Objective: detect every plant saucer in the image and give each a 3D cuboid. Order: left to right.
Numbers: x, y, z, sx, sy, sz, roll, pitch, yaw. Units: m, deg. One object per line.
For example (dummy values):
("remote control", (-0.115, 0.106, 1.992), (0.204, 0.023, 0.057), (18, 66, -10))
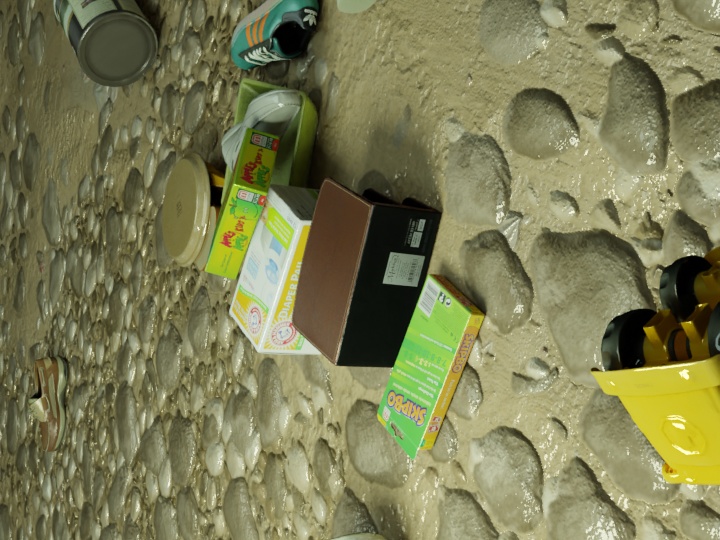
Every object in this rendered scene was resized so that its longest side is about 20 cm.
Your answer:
("plant saucer", (-0.126, -0.168, 1.631), (0.200, 0.048, 0.201), (25, 107, 54))

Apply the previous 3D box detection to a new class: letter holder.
("letter holder", (0.000, 0.000, 1.382), (0.142, 0.100, 0.201), (33, 114, 55))

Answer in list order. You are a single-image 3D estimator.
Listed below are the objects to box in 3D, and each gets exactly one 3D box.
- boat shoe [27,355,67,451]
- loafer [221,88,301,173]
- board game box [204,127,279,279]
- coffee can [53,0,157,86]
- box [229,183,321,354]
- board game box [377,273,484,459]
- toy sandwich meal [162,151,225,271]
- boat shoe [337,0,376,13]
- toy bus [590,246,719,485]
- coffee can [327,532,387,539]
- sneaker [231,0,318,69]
("boat shoe", (-0.665, 0.280, 2.366), (0.075, 0.073, 0.202), (-3, 84, 56))
("loafer", (-0.133, -0.188, 1.548), (0.200, 0.070, 0.070), (-37, 62, 58))
("board game box", (-0.162, -0.088, 1.528), (0.200, 0.047, 0.102), (117, 165, -51))
("coffee can", (-0.474, -0.454, 2.080), (0.200, 0.146, 0.147), (56, 131, 43))
("box", (-0.088, 0.002, 1.509), (0.113, 0.101, 0.201), (47, 125, 48))
("board game box", (0.078, 0.115, 1.316), (0.096, 0.030, 0.201), (46, 121, 49))
("toy sandwich meal", (-0.258, -0.095, 1.810), (0.205, 0.070, 0.207), (-15, 73, 59))
("boat shoe", (0.025, -0.399, 1.415), (0.200, 0.071, 0.063), (-32, 58, 55))
("toy bus", (0.308, 0.087, 0.882), (0.135, 0.200, 0.193), (-17, 108, 55))
("coffee can", (-0.004, 0.429, 1.299), (0.147, 0.146, 0.201), (-53, 46, 39))
("sneaker", (-0.128, -0.335, 1.631), (0.200, 0.071, 0.080), (-33, 56, 48))
